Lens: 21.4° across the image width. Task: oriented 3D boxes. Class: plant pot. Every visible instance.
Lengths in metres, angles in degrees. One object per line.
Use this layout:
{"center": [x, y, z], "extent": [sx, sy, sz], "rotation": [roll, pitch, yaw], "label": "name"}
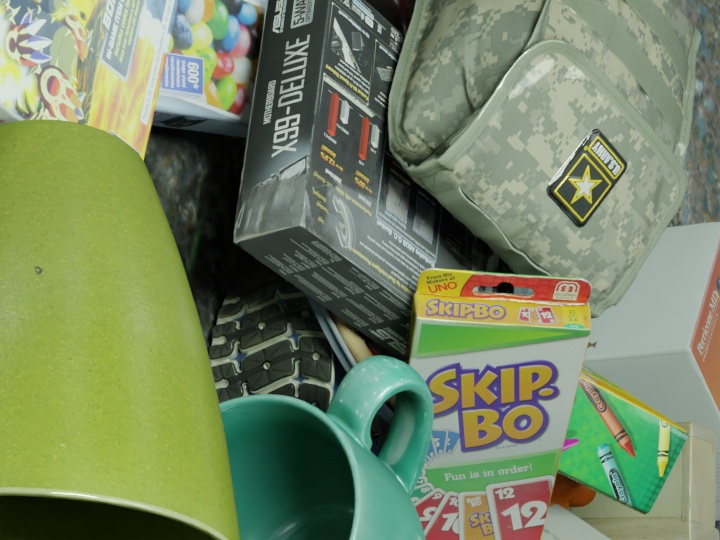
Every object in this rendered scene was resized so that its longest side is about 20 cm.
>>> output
{"center": [-0.146, 0.041, 0.859], "extent": [0.187, 0.186, 0.202], "rotation": [36, 44, -50], "label": "plant pot"}

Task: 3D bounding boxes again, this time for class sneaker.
{"center": [-0.035, 0.093, 1.121], "extent": [0.089, 0.078, 0.202], "rotation": [-17, 96, -78], "label": "sneaker"}

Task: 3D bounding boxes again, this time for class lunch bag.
{"center": [0.104, -0.090, 1.061], "extent": [0.164, 0.117, 0.201], "rotation": [41, 50, -38], "label": "lunch bag"}

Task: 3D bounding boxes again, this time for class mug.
{"center": [-0.027, 0.151, 1.004], "extent": [0.114, 0.184, 0.153], "rotation": [45, 26, -49], "label": "mug"}

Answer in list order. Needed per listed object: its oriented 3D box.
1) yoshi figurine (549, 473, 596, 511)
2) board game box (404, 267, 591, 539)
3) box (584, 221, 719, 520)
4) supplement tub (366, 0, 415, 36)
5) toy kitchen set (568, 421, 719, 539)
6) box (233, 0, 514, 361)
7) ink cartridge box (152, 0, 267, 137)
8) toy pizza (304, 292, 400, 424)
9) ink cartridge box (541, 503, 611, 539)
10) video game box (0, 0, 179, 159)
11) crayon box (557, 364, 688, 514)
{"center": [0.079, 0.208, 1.230], "extent": [0.111, 0.112, 0.202], "rotation": [21, 94, -17], "label": "yoshi figurine"}
{"center": [0.067, 0.082, 1.057], "extent": [0.030, 0.095, 0.201], "rotation": [-92, -173, -51], "label": "board game box"}
{"center": [0.271, 0.086, 1.574], "extent": [0.201, 0.106, 0.153], "rotation": [59, 39, -34], "label": "box"}
{"center": [0.036, -0.116, 1.232], "extent": [0.199, 0.106, 0.108], "rotation": [18, 69, -56], "label": "supplement tub"}
{"center": [0.200, 0.209, 1.362], "extent": [0.199, 0.179, 0.165], "rotation": [20, 69, -51], "label": "toy kitchen set"}
{"center": [0.017, -0.046, 1.064], "extent": [0.200, 0.049, 0.159], "rotation": [35, 51, -44], "label": "box"}
{"center": [-0.075, -0.137, 1.065], "extent": [0.199, 0.042, 0.121], "rotation": [5, 79, -42], "label": "ink cartridge box"}
{"center": [0.000, 0.000, 1.143], "extent": [0.201, 0.032, 0.201], "rotation": [60, 12, -22], "label": "toy pizza"}
{"center": [0.069, 0.248, 1.129], "extent": [0.199, 0.084, 0.146], "rotation": [-21, 115, -24], "label": "ink cartridge box"}
{"center": [-0.156, -0.159, 0.913], "extent": [0.182, 0.046, 0.202], "rotation": [34, 58, -48], "label": "video game box"}
{"center": [0.107, 0.077, 1.197], "extent": [0.118, 0.200, 0.059], "rotation": [27, 93, -19], "label": "crayon box"}
